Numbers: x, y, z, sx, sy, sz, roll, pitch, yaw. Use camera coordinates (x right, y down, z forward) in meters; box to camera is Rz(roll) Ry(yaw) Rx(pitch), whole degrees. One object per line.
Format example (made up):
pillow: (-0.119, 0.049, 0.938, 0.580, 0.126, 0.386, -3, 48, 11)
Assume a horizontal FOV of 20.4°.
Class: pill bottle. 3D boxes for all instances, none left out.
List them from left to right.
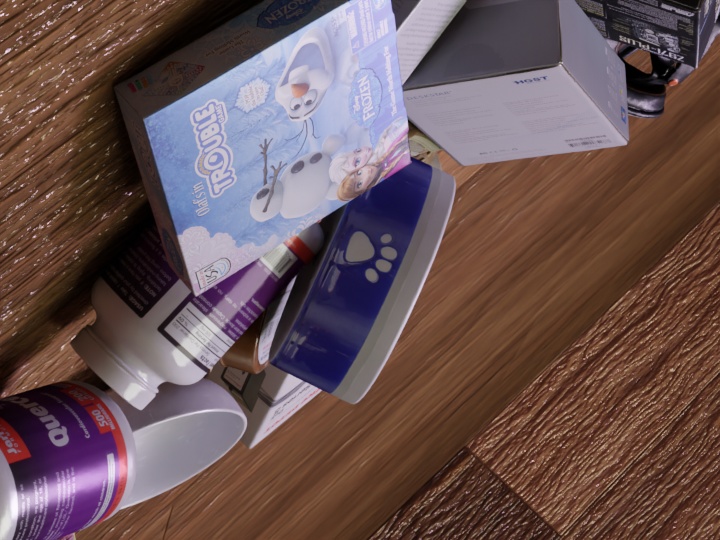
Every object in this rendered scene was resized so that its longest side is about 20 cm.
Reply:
pill bottle: (-0.264, 0.153, 1.476, 0.200, 0.112, 0.113, -15, 146, -57)
pill bottle: (-0.129, 0.008, 1.547, 0.200, 0.112, 0.112, -47, 167, -2)

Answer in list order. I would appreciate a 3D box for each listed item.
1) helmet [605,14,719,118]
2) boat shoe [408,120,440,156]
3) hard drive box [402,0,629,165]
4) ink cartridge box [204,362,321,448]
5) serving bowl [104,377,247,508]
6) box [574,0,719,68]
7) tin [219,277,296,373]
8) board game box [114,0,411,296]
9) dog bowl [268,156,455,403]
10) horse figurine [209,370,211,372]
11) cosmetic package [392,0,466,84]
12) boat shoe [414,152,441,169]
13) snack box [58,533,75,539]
helmet: (0.238, -0.253, 1.803, 0.199, 0.191, 0.201, -10, 134, -11)
boat shoe: (0.025, -0.131, 1.724, 0.063, 0.074, 0.201, -14, -178, 19)
hard drive box: (0.120, -0.158, 1.643, 0.155, 0.077, 0.200, -7, 163, 21)
ink cartridge box: (-0.065, 0.062, 1.971, 0.145, 0.084, 0.200, -37, 163, -39)
serving bowl: (-0.203, 0.144, 1.753, 0.199, 0.066, 0.200, -24, 161, -9)
box: (0.192, -0.251, 1.600, 0.164, 0.199, 0.087, 48, 62, -76)
tin: (-0.073, -0.011, 1.673, 0.112, 0.042, 0.201, -45, 150, -76)
board game box: (-0.061, -0.101, 1.406, 0.198, 0.043, 0.200, -32, 146, -15)
dog bowl: (0.000, 0.000, 1.603, 0.200, 0.078, 0.201, -155, -90, -84)
horse figurine: (-0.125, 0.010, 1.687, 0.133, 0.050, 0.200, -59, 162, -5)
cosmetic package: (0.017, -0.195, 1.513, 0.200, 0.071, 0.101, -52, 166, 17)
boat shoe: (0.028, -0.098, 1.876, 0.200, 0.073, 0.064, -6, 95, -66)
snack box: (-0.319, 0.250, 1.658, 0.168, 0.068, 0.200, -28, 163, -15)
